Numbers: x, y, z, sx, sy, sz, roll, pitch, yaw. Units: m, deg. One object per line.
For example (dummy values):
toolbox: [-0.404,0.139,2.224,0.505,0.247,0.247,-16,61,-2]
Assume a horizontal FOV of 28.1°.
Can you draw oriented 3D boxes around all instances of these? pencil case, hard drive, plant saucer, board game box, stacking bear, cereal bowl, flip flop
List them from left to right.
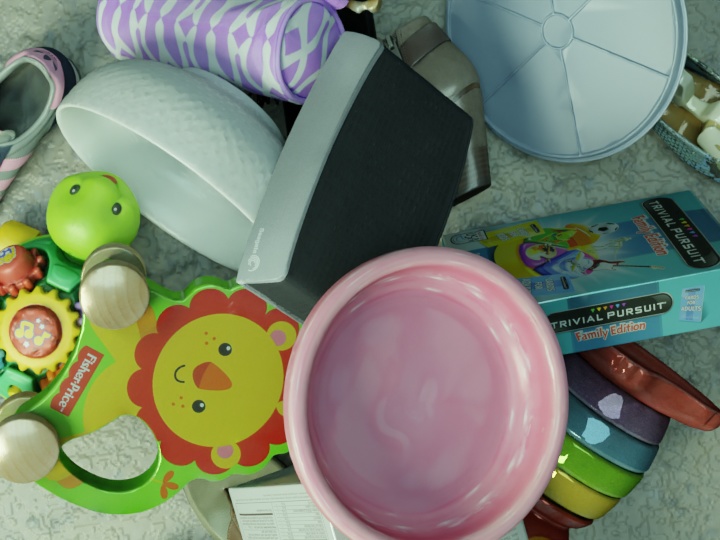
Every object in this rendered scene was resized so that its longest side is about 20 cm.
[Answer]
cereal bowl: [-0.116,-0.084,1.042,0.200,0.200,0.083,35,73,0]
pencil case: [-0.102,-0.179,1.053,0.199,0.084,0.086,17,90,32]
flip flop: [-0.066,0.218,1.100,0.081,0.058,0.201,-29,90,-1]
hard drive: [0.005,-0.052,0.994,0.135,0.042,0.201,35,68,-32]
plant saucer: [0.039,0.085,0.935,0.200,0.051,0.202,1,88,-25]
stacking bear: [0.156,0.146,1.080,0.121,0.114,0.200,29,100,-26]
board game box: [0.169,0.003,1.057,0.199,0.151,0.047,-11,113,-1]

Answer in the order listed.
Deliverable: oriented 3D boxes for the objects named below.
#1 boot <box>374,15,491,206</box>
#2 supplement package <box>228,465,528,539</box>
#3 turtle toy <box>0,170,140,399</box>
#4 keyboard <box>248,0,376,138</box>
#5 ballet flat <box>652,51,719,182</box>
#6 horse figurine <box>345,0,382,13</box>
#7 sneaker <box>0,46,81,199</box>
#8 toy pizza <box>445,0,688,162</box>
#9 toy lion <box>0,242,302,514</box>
boot: [0.004,-0.099,1.108,0.199,0.070,0.147,-25,80,5]
supplement package: [0.025,0.227,1.029,0.151,0.150,0.201,-15,89,-31]
turtle toy: [-0.223,0.020,1.074,0.145,0.101,0.201,24,94,0]
keyboard: [-0.039,-0.184,1.108,0.104,0.040,0.201,-9,71,7]
ballet flat: [0.253,-0.128,1.104,0.200,0.074,0.074,34,89,0]
horse figurine: [-0.021,-0.253,1.075,0.132,0.050,0.201,13,82,26]
sneaker: [-0.292,-0.089,1.090,0.070,0.082,0.200,35,89,0]
toy pizza: [0.154,-0.181,1.078,0.199,0.032,0.201,12,112,32]
toy lion: [-0.134,0.087,1.014,0.191,0.069,0.200,31,96,-15]
